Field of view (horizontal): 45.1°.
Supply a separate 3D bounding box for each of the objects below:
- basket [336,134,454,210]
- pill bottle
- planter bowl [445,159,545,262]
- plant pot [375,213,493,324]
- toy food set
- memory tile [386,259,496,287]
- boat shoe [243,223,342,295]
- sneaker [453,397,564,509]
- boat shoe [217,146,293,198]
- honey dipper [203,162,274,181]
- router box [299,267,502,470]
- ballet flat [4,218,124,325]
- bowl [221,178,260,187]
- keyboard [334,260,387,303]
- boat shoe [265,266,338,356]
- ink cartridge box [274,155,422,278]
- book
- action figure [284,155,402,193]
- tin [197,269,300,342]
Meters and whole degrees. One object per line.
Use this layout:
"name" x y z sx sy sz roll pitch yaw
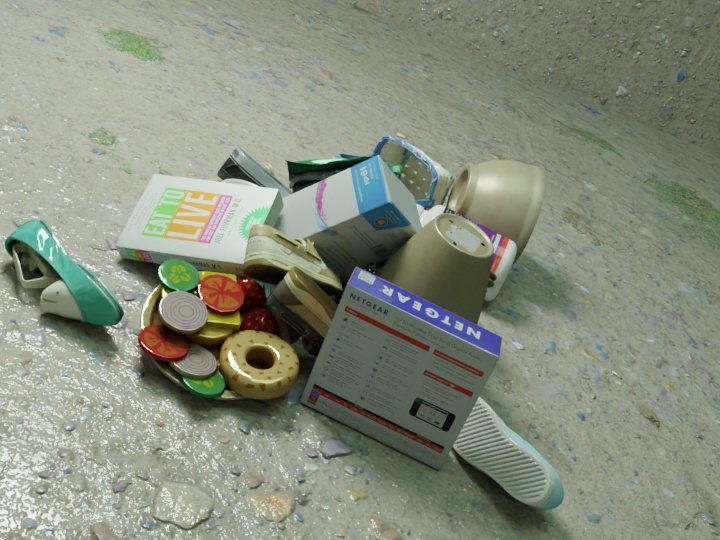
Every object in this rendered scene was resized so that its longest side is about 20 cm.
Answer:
"basket" 0.069 -0.163 1.605 0.198 0.141 0.176 3 32 -51
"pill bottle" 0.164 -0.038 1.496 0.197 0.114 0.113 27 27 5
"planter bowl" 0.234 -0.117 1.595 0.132 0.203 0.201 19 27 -8
"plant pot" 0.101 0.030 1.210 0.184 0.202 0.189 20 32 -14
"toy food set" -0.174 0.073 1.053 0.193 0.049 0.203 8 46 -23
"memory tile" 0.123 0.002 1.360 0.151 0.017 0.200 26 -15 -5
"boat shoe" -0.083 -0.011 1.149 0.072 0.068 0.199 -9 -18 24
"sneaker" 0.179 0.235 1.099 0.082 0.074 0.200 40 5 -45
"boat shoe" -0.148 -0.111 1.417 0.199 0.068 0.074 40 7 -26
"honey dipper" -0.226 -0.156 1.468 0.038 0.039 0.198 38 31 26
"router box" 0.047 0.121 1.045 0.196 0.182 0.049 26 27 2
"ballet flat" -0.364 0.014 1.040 0.070 0.068 0.199 -33 58 -31
"bowl" -0.182 -0.073 1.295 0.197 0.096 0.202 20 28 -11
"keyboard" 0.000 0.000 1.376 0.102 0.040 0.201 23 26 -5
"boat shoe" -0.050 0.077 1.118 0.201 0.064 0.074 51 9 -32
"ink cartridge box" -0.026 -0.063 1.240 0.144 0.196 0.086 40 32 -58
"book" -0.218 -0.060 1.181 0.195 0.049 0.135 7 51 18
"action figure" -0.024 -0.160 1.483 0.195 0.119 0.056 -9 64 3
"tin" -0.164 0.039 1.175 0.196 0.042 0.113 18 32 -14
